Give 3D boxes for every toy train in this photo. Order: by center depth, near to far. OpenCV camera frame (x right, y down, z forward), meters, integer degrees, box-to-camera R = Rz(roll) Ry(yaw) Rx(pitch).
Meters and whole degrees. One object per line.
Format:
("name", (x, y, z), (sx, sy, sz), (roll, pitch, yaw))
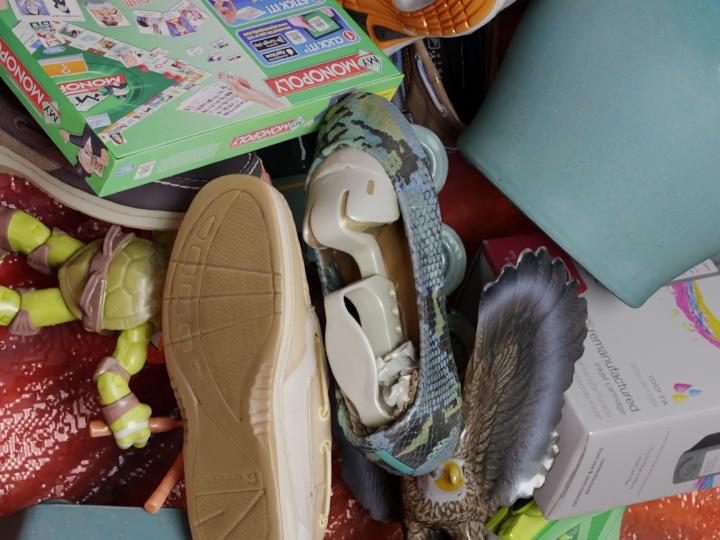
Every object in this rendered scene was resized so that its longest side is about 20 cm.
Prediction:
("toy train", (0.000, 0.000, 1.519), (0.114, 0.085, 0.201), (-11, 96, -2))

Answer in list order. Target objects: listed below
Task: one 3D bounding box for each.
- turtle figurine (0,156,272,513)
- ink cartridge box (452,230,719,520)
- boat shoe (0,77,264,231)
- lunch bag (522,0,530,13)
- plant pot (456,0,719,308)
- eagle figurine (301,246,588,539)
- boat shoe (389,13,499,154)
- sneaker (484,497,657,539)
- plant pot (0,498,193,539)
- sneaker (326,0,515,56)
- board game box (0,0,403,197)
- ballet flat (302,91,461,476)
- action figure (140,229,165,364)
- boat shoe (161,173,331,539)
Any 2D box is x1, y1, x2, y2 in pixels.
("turtle figurine", (-0.134, 0.019, 1.415), (0.161, 0.064, 0.200), (7, 69, 19))
("ink cartridge box", (0.171, 0.046, 1.568), (0.200, 0.086, 0.148), (-11, 52, -24))
("boat shoe", (-0.142, -0.078, 1.412), (0.072, 0.200, 0.065), (-51, 155, -46))
("lunch bag", (0.179, -0.215, 1.615), (0.160, 0.082, 0.201), (0, 89, -24))
("plant pot", (0.160, -0.089, 1.477), (0.200, 0.200, 0.188), (40, 95, -19))
("eagle figurine", (0.038, 0.091, 1.442), (0.151, 0.151, 0.201), (3, 80, -37))
("boat shoe", (0.048, -0.167, 1.557), (0.072, 0.072, 0.201), (-11, 94, -26))
("sneaker", (0.104, 0.169, 1.574), (0.084, 0.074, 0.200), (47, 70, -13))
("plant pot", (-0.130, 0.222, 1.404), (0.196, 0.196, 0.201), (4, 77, -25))
("sneaker", (0.030, -0.152, 1.486), (0.092, 0.200, 0.076), (-23, 103, -40))
("board game box", (-0.091, -0.115, 1.408), (0.200, 0.029, 0.135), (-19, 61, -42))
("ballet flat", (0.005, 0.001, 1.360), (0.074, 0.074, 0.201), (-5, 70, -25))
("action figure", (-0.091, -0.048, 1.494), (0.052, 0.065, 0.201), (18, 79, -46))
("boat shoe", (-0.050, 0.053, 1.370), (0.069, 0.074, 0.201), (-4, 94, -60))
